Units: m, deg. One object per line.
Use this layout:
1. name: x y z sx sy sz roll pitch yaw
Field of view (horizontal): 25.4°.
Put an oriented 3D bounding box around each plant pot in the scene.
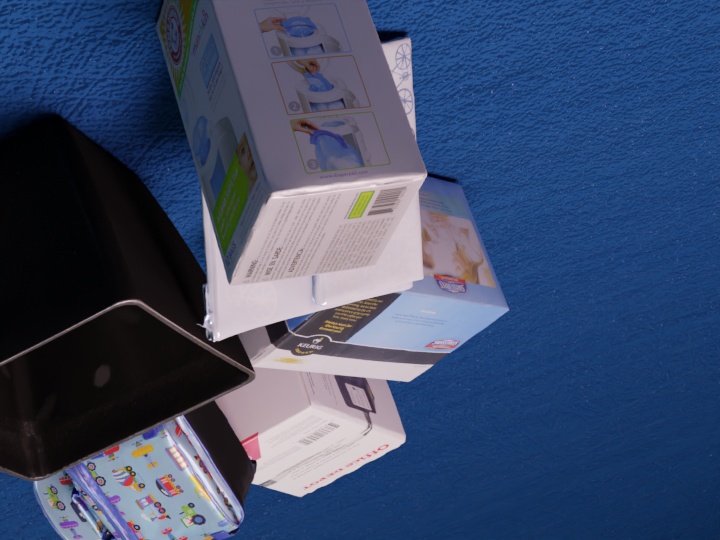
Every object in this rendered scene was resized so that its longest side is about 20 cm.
1. plant pot: -0.221 0.015 1.137 0.199 0.179 0.199 -26 154 12

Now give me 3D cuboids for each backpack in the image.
1. backpack: -0.220 0.186 1.484 0.198 0.135 0.184 -19 116 15

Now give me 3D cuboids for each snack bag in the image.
1. snack bag: -0.034 -0.061 1.119 0.199 0.191 0.021 -14 -162 -39

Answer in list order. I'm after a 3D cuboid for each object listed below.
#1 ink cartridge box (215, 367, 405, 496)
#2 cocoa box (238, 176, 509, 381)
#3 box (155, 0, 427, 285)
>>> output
1. ink cartridge box: -0.066 0.153 1.638 0.144 0.085 0.200 -29 152 20
2. cocoa box: 0.000 0.000 1.319 0.199 0.134 0.131 9 142 -46
3. box: -0.048 -0.108 0.987 0.100 0.202 0.113 -8 155 -22
